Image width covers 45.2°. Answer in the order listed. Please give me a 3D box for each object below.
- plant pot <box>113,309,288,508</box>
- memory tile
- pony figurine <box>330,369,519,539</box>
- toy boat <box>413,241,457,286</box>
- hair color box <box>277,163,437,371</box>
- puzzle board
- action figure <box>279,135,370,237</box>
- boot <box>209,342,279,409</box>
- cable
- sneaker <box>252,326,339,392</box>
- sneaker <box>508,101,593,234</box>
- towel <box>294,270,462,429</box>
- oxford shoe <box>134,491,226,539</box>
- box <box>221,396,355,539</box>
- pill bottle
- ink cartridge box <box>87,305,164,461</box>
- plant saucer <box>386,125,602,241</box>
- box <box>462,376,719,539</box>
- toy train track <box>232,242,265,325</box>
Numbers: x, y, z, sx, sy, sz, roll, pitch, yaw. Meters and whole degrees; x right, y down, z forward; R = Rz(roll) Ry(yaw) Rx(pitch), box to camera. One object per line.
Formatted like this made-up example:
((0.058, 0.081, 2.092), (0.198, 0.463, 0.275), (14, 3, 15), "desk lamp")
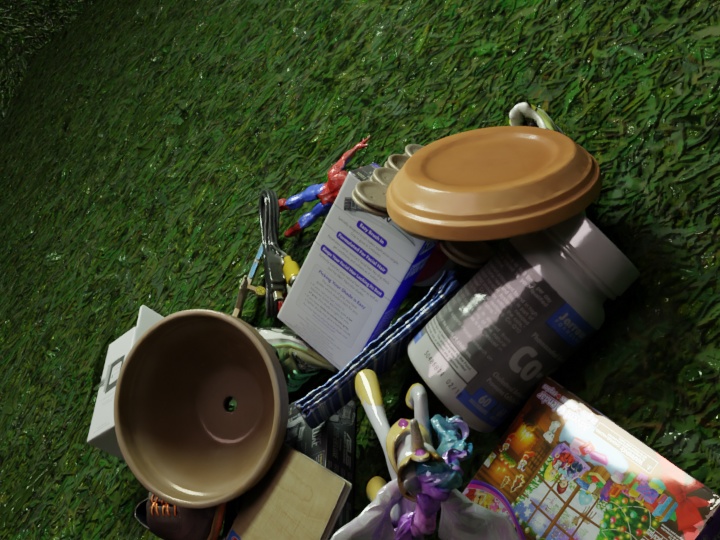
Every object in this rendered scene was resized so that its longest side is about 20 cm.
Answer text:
((-0.158, 0.146, 0.936), (0.197, 0.093, 0.205), (-2, 84, 19), "plant pot")
((0.083, -0.071, 0.888), (0.200, 0.152, 0.017), (-44, -19, -58), "memory tile")
((0.040, 0.187, 0.694), (0.163, 0.197, 0.200), (-6, 9, -5), "pony figurine")
((0.031, -0.067, 1.005), (0.199, 0.130, 0.132), (12, 68, 53), "toy boat")
((0.000, 0.000, 0.940), (0.065, 0.109, 0.202), (-29, -27, -56), "hair color box")
((-0.079, 0.252, 0.830), (0.153, 0.017, 0.199), (-65, 22, -10), "puzzle board")
((-0.034, -0.113, 1.176), (0.099, 0.066, 0.199), (-41, 11, -34), "action figure")
((-0.166, 0.161, 1.068), (0.197, 0.140, 0.077), (-5, 25, 34), "boot")
((-0.109, -0.016, 1.178), (0.098, 0.049, 0.202), (112, 155, -45), "cable")
((-0.081, 0.119, 1.050), (0.198, 0.076, 0.090), (4, 90, 51), "sneaker")
((0.183, -0.090, 0.892), (0.075, 0.076, 0.202), (-31, 42, 25), "sneaker")
((0.019, 0.083, 0.861), (0.199, 0.145, 0.024), (-39, 77, -8), "towel")
((-0.206, 0.278, 0.986), (0.200, 0.072, 0.072), (-37, 39, 53), "oxford shoe")
((-0.079, 0.244, 0.932), (0.157, 0.050, 0.202), (-30, 41, 30), "box")
((0.147, 0.040, 0.786), (0.200, 0.113, 0.114), (-46, 35, 11), "pill bottle")
((-0.296, 0.164, 1.204), (0.066, 0.115, 0.202), (-31, 39, 29), "ink cartridge box")
((0.118, -0.087, 0.790), (0.197, 0.038, 0.201), (-10, 27, 5), "plant saucer")
((0.178, 0.188, 0.684), (0.138, 0.039, 0.200), (-54, 34, 0), "box")
((-0.145, 0.019, 1.218), (0.115, 0.032, 0.202), (111, 176, -54), "toy train track")
